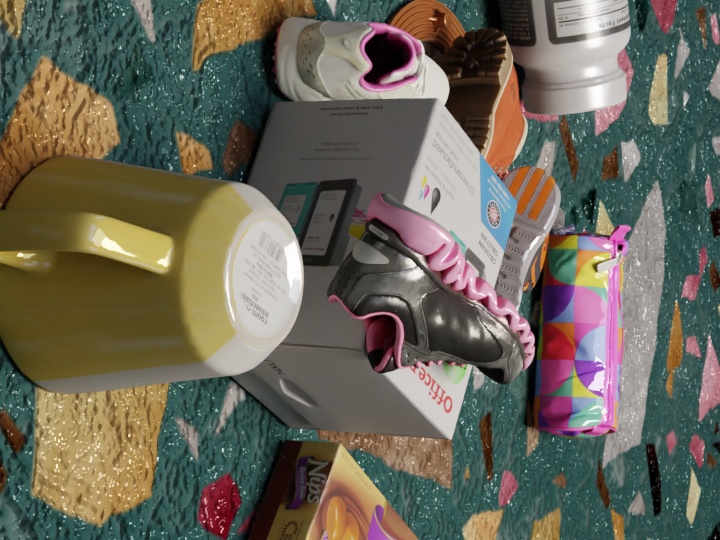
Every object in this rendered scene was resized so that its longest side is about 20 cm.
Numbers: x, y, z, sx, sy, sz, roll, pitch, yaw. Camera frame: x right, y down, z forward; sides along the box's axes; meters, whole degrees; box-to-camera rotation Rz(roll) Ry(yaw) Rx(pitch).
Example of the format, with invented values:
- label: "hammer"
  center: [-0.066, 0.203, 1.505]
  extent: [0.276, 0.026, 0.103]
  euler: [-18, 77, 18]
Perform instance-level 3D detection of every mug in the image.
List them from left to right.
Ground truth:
- label: "mug"
  center: [-0.129, 0.010, 1.131]
  extent: [0.186, 0.153, 0.150]
  euler: [-34, 120, -53]

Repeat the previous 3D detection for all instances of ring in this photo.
- label: "ring"
  center: [0.062, -0.128, 1.577]
  extent: [0.200, 0.019, 0.202]
  euler: [1, 89, -59]

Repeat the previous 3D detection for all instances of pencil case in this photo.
- label: "pencil case"
  center: [0.208, 0.057, 1.761]
  extent: [0.088, 0.088, 0.201]
  euler: [10, 83, -59]

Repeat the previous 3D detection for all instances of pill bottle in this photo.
- label: "pill bottle"
  center: [0.180, -0.247, 1.677]
  extent: [0.116, 0.115, 0.201]
  euler: [-32, 118, -55]

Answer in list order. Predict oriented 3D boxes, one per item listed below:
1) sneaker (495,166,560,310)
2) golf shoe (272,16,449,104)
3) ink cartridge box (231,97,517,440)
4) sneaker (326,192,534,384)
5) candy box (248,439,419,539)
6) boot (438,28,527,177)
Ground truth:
- label: "sneaker"
  center: [0.115, 0.014, 1.611]
  extent: [0.200, 0.077, 0.112]
  euler: [-56, 165, -13]
- label: "golf shoe"
  center: [0.021, -0.147, 1.427]
  extent: [0.200, 0.091, 0.076]
  euler: [5, 84, -54]
- label: "ink cartridge box"
  center: [0.000, 0.000, 1.350]
  extent: [0.147, 0.145, 0.201]
  euler: [46, 53, -48]
- label: "sneaker"
  center: [0.042, 0.034, 1.235]
  extent: [0.096, 0.079, 0.200]
  euler: [-55, 137, -9]
- label: "candy box"
  center: [-0.012, 0.230, 1.423]
  extent: [0.200, 0.056, 0.117]
  euler: [54, 46, -43]
- label: "boot"
  center: [0.091, -0.094, 1.543]
  extent: [0.200, 0.075, 0.107]
  euler: [-64, 146, -37]
